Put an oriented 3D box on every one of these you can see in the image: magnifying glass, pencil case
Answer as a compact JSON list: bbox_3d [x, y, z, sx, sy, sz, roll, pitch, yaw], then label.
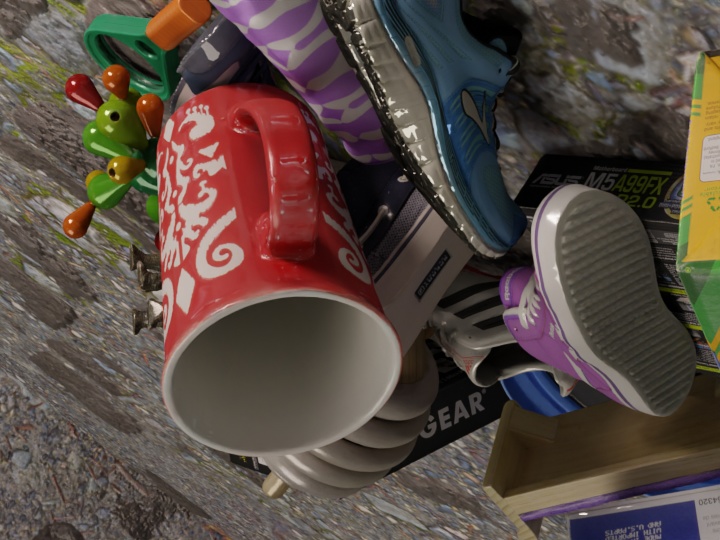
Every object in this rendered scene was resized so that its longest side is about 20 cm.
[{"bbox_3d":[-0.149,-0.165,1.109,0.079,0.022,0.200,40,162,-15],"label":"magnifying glass"},{"bbox_3d":[-0.033,-0.144,0.860,0.085,0.084,0.200,-3,140,47],"label":"pencil case"}]

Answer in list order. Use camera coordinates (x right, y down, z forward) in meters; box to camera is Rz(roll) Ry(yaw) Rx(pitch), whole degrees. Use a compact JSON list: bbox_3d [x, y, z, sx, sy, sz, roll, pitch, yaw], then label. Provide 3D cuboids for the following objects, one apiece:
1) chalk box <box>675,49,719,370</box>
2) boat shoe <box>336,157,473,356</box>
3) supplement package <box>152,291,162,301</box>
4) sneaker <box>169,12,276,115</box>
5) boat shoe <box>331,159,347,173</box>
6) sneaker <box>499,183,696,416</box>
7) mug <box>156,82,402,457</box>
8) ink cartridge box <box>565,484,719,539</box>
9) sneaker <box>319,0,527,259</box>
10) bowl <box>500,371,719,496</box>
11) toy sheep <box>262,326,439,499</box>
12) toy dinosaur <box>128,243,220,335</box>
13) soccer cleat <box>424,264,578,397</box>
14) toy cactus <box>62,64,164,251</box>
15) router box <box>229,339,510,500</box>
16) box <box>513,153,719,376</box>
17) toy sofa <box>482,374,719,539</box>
[{"bbox_3d":[0.226,0.005,0.681,0.124,0.124,0.200,-6,141,27],"label":"chalk box"},{"bbox_3d":[0.000,0.000,0.995,0.092,0.200,0.075,31,163,29],"label":"boat shoe"},{"bbox_3d":[-0.050,0.020,1.236,0.199,0.118,0.117,9,148,52],"label":"supplement package"},{"bbox_3d":[-0.074,-0.120,1.015,0.082,0.070,0.200,41,169,-1],"label":"sneaker"},{"bbox_3d":[-0.027,-0.040,1.119,0.201,0.072,0.060,30,151,34],"label":"boat shoe"},{"bbox_3d":[0.113,0.013,0.891,0.114,0.073,0.201,24,158,38],"label":"sneaker"},{"bbox_3d":[-0.047,-0.023,0.905,0.133,0.201,0.178,21,124,-30],"label":"mug"},{"bbox_3d":[0.254,0.169,0.986,0.195,0.044,0.200,-14,157,22],"label":"ink cartridge box"},{"bbox_3d":[0.057,-0.089,0.827,0.078,0.090,0.201,53,173,49],"label":"sneaker"},{"bbox_3d":[0.199,0.108,1.159,0.200,0.039,0.201,30,161,12],"label":"bowl"},{"bbox_3d":[-0.019,0.090,1.078,0.138,0.138,0.200,34,127,-1],"label":"toy sheep"},{"bbox_3d":[-0.101,0.016,1.047,0.102,0.078,0.200,-3,177,-17],"label":"toy dinosaur"},{"bbox_3d":[0.075,0.037,1.082,0.199,0.086,0.069,10,150,29],"label":"soccer cleat"},{"bbox_3d":[-0.138,-0.056,1.096,0.164,0.102,0.200,31,156,13],"label":"toy cactus"},{"bbox_3d":[0.009,0.113,1.255,0.149,0.199,0.051,9,115,51],"label":"router box"},{"bbox_3d":[0.204,0.004,0.893,0.199,0.044,0.160,10,150,51],"label":"box"},{"bbox_3d":[0.190,0.124,1.028,0.199,0.083,0.098,-20,124,35],"label":"toy sofa"}]
